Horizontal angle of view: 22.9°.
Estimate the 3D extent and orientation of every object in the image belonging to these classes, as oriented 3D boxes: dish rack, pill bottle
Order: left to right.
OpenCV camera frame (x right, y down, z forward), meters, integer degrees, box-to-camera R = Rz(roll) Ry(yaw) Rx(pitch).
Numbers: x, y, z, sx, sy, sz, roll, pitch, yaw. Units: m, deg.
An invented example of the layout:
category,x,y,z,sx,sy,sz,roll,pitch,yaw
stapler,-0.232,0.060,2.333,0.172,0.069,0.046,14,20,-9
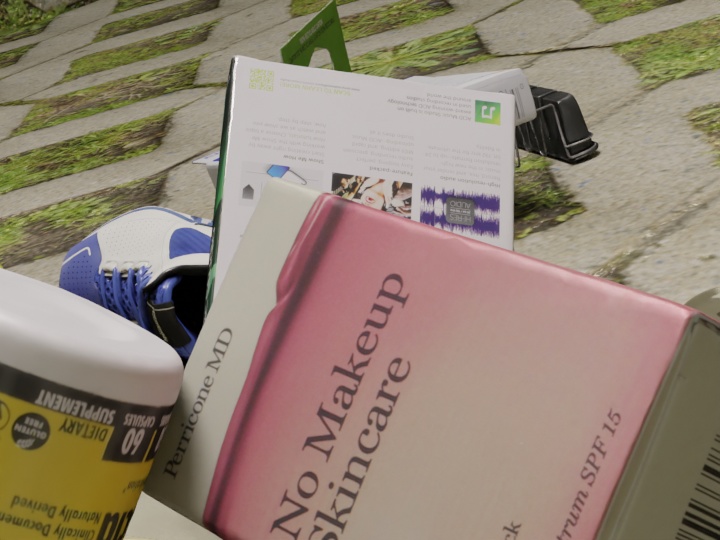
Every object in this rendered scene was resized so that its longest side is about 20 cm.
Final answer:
category,x,y,z,sx,sy,sz,roll,pitch,yaw
pill bottle,-0.145,0.104,0.615,0.110,0.202,0.111,21,4,-2
dish rack,0.065,-0.095,1.381,0.198,0.055,0.153,-21,16,-15

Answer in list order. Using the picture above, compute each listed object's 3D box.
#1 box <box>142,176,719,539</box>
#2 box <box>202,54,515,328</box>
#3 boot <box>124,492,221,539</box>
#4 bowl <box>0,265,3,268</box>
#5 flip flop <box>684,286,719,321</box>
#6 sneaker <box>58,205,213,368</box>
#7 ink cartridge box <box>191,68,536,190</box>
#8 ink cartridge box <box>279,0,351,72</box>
category,x,y,z,sx,sy,sz,roll,pitch,yaw
box,0.040,0.061,0.605,0.199,0.129,0.109,19,-6,45
box,0.000,0.000,0.835,0.143,0.202,0.036,7,-28,-7
boot,-0.143,0.134,0.759,0.198,0.073,0.155,-8,17,4
bowl,-0.281,0.077,1.003,0.198,0.109,0.200,-14,16,4
flip flop,0.220,0.017,0.847,0.080,0.058,0.200,-16,12,-22
sneaker,-0.123,0.011,1.137,0.198,0.081,0.115,-4,17,27
ink cartridge box,-0.003,-0.093,1.263,0.196,0.047,0.200,-22,8,-16
ink cartridge box,0.027,-0.045,0.972,0.075,0.202,0.148,-10,17,15
